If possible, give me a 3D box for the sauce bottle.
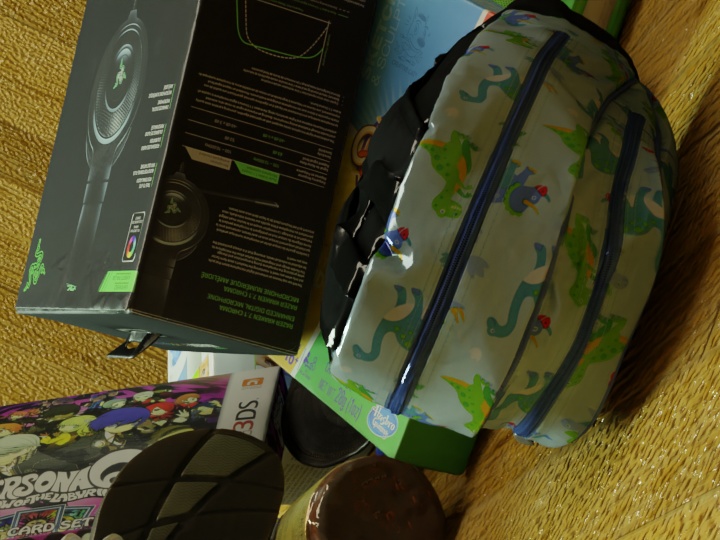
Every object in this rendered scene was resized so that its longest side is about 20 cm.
[{"bbox_3d":[-0.011,0.130,1.348,0.066,0.066,0.200,-67,7,-15],"label":"sauce bottle"}]

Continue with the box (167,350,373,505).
[{"bbox_3d":[-0.054,0.026,1.711,0.113,0.101,0.201,124,148,-59],"label":"box"}]

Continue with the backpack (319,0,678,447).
[{"bbox_3d":[0.051,-0.012,1.085,0.164,0.153,0.200,-62,-16,11],"label":"backpack"}]

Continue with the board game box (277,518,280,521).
[{"bbox_3d":[-0.084,0.195,1.535,0.200,0.102,0.105,-96,25,-79],"label":"board game box"}]

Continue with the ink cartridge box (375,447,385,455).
[{"bbox_3d":[0.031,0.012,1.614,0.100,0.039,0.201,121,171,-46],"label":"ink cartridge box"}]

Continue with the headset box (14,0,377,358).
[{"bbox_3d":[-0.085,-0.052,1.413,0.174,0.092,0.201,1,77,65],"label":"headset box"}]

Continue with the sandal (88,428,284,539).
[{"bbox_3d":[-0.095,0.163,1.342,0.055,0.081,0.201,106,180,-62],"label":"sandal"}]

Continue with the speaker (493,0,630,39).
[{"bbox_3d":[0.093,-0.144,1.453,0.089,0.088,0.201,125,168,-62],"label":"speaker"}]

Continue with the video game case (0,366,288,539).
[{"bbox_3d":[-0.141,0.110,1.497,0.181,0.199,0.036,-79,-20,-69],"label":"video game case"}]

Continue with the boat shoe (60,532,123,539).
[{"bbox_3d":[-0.123,0.149,1.265,0.086,0.201,0.075,100,161,-62],"label":"boat shoe"}]

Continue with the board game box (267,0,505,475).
[{"bbox_3d":[0.030,-0.028,1.339,0.153,0.040,0.201,35,108,56],"label":"board game box"}]

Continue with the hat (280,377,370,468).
[{"bbox_3d":[0.000,0.000,1.485,0.201,0.081,0.201,-44,20,20],"label":"hat"}]
